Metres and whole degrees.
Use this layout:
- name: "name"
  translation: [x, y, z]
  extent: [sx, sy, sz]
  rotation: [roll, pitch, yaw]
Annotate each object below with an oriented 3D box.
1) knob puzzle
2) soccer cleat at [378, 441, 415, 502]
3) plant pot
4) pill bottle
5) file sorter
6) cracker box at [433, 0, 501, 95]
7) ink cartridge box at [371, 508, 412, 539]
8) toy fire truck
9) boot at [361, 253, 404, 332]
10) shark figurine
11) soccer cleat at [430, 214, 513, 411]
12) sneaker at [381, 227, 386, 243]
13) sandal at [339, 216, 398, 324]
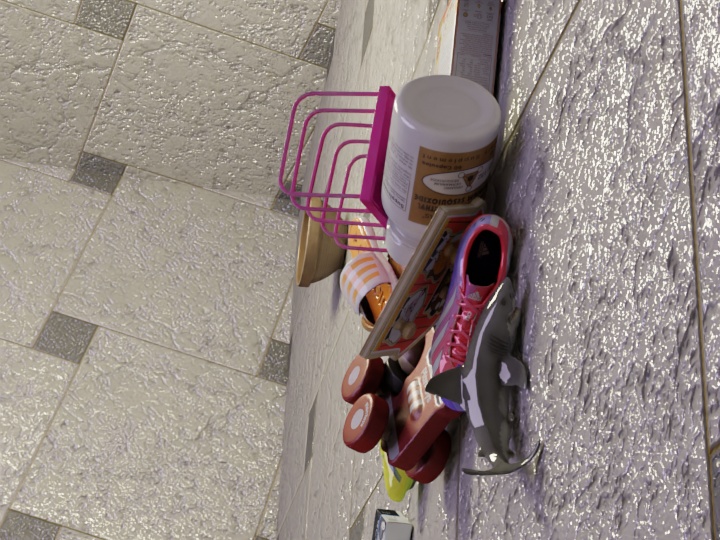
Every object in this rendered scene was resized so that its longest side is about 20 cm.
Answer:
- name: "knob puzzle"
  translation: [0.088, 0.015, 1.400]
  extent: [0.220, 0.030, 0.220]
  rotation: [-48, -21, -25]
- name: "soccer cleat"
  translation: [0.041, 0.186, 1.651]
  extent: [0.065, 0.083, 0.202]
  rotation: [153, 124, -81]
- name: "plant pot"
  translation: [-0.080, -0.060, 2.850]
  extent: [0.201, 0.092, 0.202]
  rotation: [-173, 90, -83]
- name: "pill bottle"
  translation: [0.081, -0.099, 1.426]
  extent: [0.115, 0.113, 0.201]
  rotation: [-90, 6, -47]
- name: "file sorter"
  translation: [-0.001, -0.113, 1.572]
  extent: [0.200, 0.125, 0.140]
  rotation: [44, -127, -62]
- name: "cracker box"
  translation: [0.120, -0.218, 1.553]
  extent: [0.134, 0.057, 0.201]
  rotation: [124, 154, -78]
- name: "ink cartridge box"
  translation: [0.029, 0.414, 1.697]
  extent: [0.099, 0.039, 0.202]
  rotation: [170, 106, -82]
- name: "toy fire truck"
  translation: [0.068, 0.129, 1.503]
  extent: [0.168, 0.112, 0.200]
  rotation: [-52, 22, 25]
- name: "boot"
  translation: [0.048, 0.004, 1.727]
  extent: [0.200, 0.076, 0.157]
  rotation: [179, 88, -77]
- name: "shark figurine"
  translation: [0.105, 0.124, 1.217]
  extent: [0.129, 0.089, 0.215]
  rotation: [103, 173, -48]
- name: "soccer cleat"
  translation: [0.110, 0.043, 1.314]
  extent: [0.076, 0.066, 0.201]
  rotation: [-15, -62, -82]
- name: "sneaker"
  translation: [0.083, -0.101, 1.754]
  extent: [0.085, 0.076, 0.201]
  rotation: [-129, 39, -54]
- name: "sandal"
  translation: [-0.002, 0.006, 1.695]
  extent: [0.207, 0.059, 0.080]
  rotation: [-114, 31, -49]
